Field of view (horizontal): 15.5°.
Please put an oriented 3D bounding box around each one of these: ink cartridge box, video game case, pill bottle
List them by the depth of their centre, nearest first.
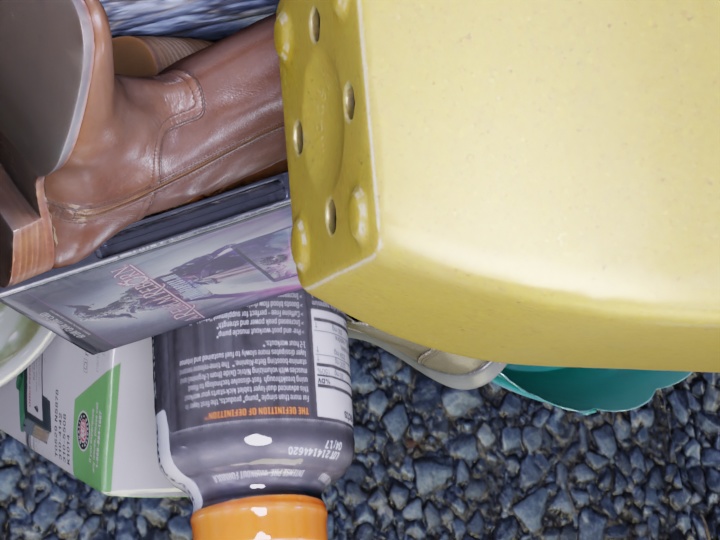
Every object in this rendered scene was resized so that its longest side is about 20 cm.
[{"bbox_3d":[-0.063,-0.008,1.277,0.199,0.019,0.143,-19,164,9],"label":"video game case"},{"bbox_3d":[-0.058,0.052,1.392,0.106,0.201,0.106,-3,165,-1],"label":"pill bottle"},{"bbox_3d":[-0.150,0.042,1.569,0.084,0.147,0.200,1,-172,-29],"label":"ink cartridge box"}]

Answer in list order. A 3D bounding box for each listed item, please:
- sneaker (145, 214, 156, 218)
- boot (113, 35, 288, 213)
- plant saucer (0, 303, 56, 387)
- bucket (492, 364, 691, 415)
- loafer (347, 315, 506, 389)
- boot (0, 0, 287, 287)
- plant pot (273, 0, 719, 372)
[{"bbox_3d":[-0.100,-0.043,1.337,0.199,0.091,0.076,-13,178,34],"label":"sneaker"},{"bbox_3d":[-0.124,-0.053,1.233,0.199,0.077,0.155,-29,162,25],"label":"boot"},{"bbox_3d":[-0.258,0.006,1.472,0.199,0.050,0.201,-16,142,-12],"label":"plant saucer"},{"bbox_3d":[0.131,-0.015,1.694,0.206,0.208,0.135,-11,-176,-14],"label":"bucket"},{"bbox_3d":[0.000,0.000,1.479,0.199,0.075,0.070,20,160,35],"label":"loafer"},{"bbox_3d":[-0.060,-0.086,1.070,0.199,0.064,0.187,-24,160,-28],"label":"boot"},{"bbox_3d":[0.077,-0.058,0.994,0.199,0.197,0.194,-4,174,-17],"label":"plant pot"}]
